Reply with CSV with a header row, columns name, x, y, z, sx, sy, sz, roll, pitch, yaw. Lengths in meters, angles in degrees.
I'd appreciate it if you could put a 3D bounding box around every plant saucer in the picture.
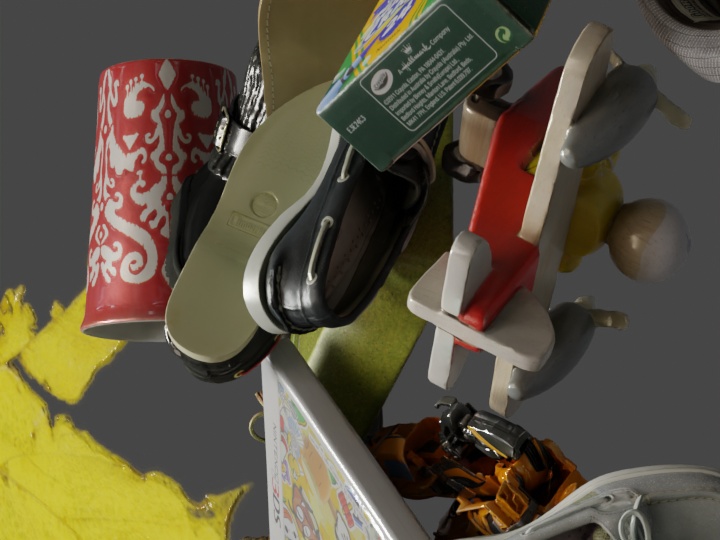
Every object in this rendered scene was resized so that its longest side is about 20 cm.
name,x,y,z,sx,sy,sz,roll,pitch,yaw
plant saucer,0.000,0.000,1.148,0.201,0.047,0.201,-87,18,-50

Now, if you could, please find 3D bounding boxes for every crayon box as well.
name,x,y,z,sx,sy,sz,roll,pitch,yaw
crayon box,0.059,-0.156,0.983,0.126,0.051,0.201,-40,15,39

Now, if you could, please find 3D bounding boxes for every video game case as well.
name,x,y,z,sx,sy,sz,roll,pitch,yaw
video game case,-0.009,0.168,1.067,0.200,0.023,0.183,51,150,46

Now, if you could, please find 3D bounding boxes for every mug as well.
name,x,y,z,sx,sy,sz,roll,pitch,yaw
mug,-0.160,-0.049,1.426,0.177,0.132,0.202,-14,75,57

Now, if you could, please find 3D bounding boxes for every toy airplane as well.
name,x,y,z,sx,sy,sz,roll,pitch,yaw
toy airplane,0.103,-0.019,0.954,0.200,0.140,0.201,56,-133,-86

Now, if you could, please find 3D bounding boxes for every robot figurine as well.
name,x,y,z,sx,sy,sz,roll,pitch,yaw
robot figurine,0.074,0.134,1.031,0.058,0.145,0.200,-50,14,-18

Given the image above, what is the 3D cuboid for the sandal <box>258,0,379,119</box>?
name,x,y,z,sx,sy,sz,roll,pitch,yaw
sandal,-0.026,-0.144,1.123,0.070,0.077,0.213,-89,7,-49

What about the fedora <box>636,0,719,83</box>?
name,x,y,z,sx,sy,sz,roll,pitch,yaw
fedora,0.202,-0.174,0.830,0.200,0.089,0.179,154,114,-64

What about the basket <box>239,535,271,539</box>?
name,x,y,z,sx,sy,sz,roll,pitch,yaw
basket,-0.056,0.290,1.229,0.149,0.142,0.202,-42,56,53

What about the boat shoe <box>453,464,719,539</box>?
name,x,y,z,sx,sy,sz,roll,pitch,yaw
boat shoe,0.103,0.154,0.913,0.065,0.200,0.075,-104,-1,-77

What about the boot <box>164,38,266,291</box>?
name,x,y,z,sx,sy,sz,roll,pitch,yaw
boot,-0.066,-0.060,1.244,0.158,0.079,0.212,-54,29,23

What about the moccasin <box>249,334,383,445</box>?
name,x,y,z,sx,sy,sz,roll,pitch,yaw
moccasin,-0.037,0.081,1.263,0.078,0.073,0.202,-63,39,40

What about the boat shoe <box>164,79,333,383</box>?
name,x,y,z,sx,sy,sz,roll,pitch,yaw
boat shoe,-0.049,-0.026,1.079,0.202,0.073,0.063,-59,-11,-18

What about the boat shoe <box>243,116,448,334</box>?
name,x,y,z,sx,sy,sz,roll,pitch,yaw
boat shoe,0.010,-0.045,1.020,0.060,0.076,0.201,1,55,44
